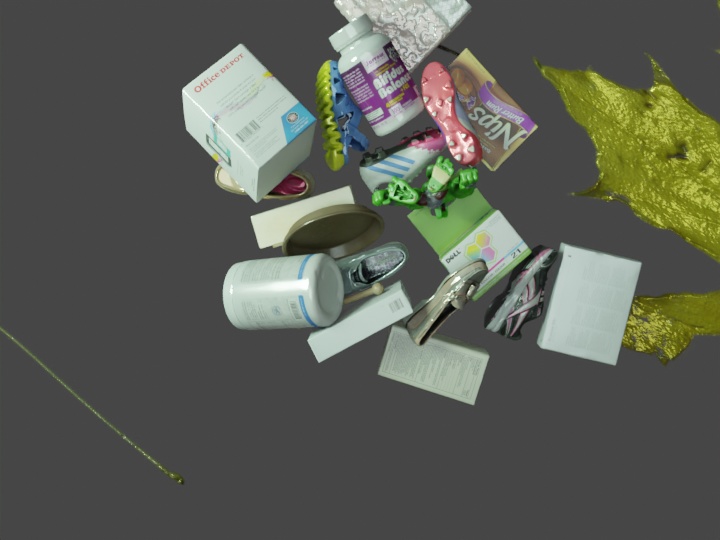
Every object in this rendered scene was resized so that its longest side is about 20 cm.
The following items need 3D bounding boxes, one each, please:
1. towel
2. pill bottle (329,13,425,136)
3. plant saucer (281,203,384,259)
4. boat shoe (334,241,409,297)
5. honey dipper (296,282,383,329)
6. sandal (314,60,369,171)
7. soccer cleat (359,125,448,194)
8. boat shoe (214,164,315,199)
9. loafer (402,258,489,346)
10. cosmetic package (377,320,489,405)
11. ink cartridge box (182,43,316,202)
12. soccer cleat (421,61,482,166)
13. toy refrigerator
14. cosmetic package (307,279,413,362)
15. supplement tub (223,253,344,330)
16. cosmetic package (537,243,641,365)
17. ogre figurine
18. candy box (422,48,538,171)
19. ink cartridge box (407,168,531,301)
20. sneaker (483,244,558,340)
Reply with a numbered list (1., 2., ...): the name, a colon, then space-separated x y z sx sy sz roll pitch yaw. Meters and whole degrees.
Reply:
1. towel: 0.081 -0.496 1.556 0.191 0.032 0.200 -43 93 6
2. pill bottle: 0.027 -0.360 1.520 0.111 0.112 0.202 -32 103 5
3. plant saucer: -0.052 -0.070 1.537 0.196 0.200 0.030 -18 69 3
4. boat shoe: 0.001 0.001 1.594 0.198 0.072 0.071 -25 95 5
5. honey dipper: -0.044 0.063 1.588 0.197 0.038 0.039 -23 96 24
6. sandal: -0.035 -0.294 1.566 0.085 0.079 0.205 -11 97 -17
7. soccer cleat: 0.095 -0.208 1.578 0.196 0.070 0.088 -20 115 4
8. boat shoe: -0.185 -0.176 1.580 0.195 0.069 0.076 5 97 1
9. loafer: 0.164 0.062 1.522 0.199 0.071 0.064 -42 53 22
10. cosmetic package: 0.140 0.176 1.609 0.196 0.073 0.106 18 97 -1
11. ink cartridge box: -0.201 -0.264 1.495 0.146 0.146 0.200 -42 82 -19
12. soccer cleat: 0.167 -0.282 1.513 0.066 0.076 0.203 -27 79 20
13. toy refrigerator: -0.102 -0.100 1.584 0.196 0.076 0.071 -17 96 3
14. cosmetic package: 0.001 0.092 1.565 0.197 0.151 0.052 -28 98 5
15. supplement tub: -0.141 0.041 1.542 0.196 0.131 0.135 -4 97 27
16. cosmetic package: 0.436 0.064 1.591 0.147 0.052 0.205 13 97 -1
17. ogre figurine: 0.130 -0.147 1.526 0.198 0.119 0.100 -32 74 18
18. candy box: 0.224 -0.300 1.561 0.117 0.056 0.200 -43 92 6
19. ink cartridge box: 0.204 -0.069 1.578 0.147 0.076 0.201 -40 95 6
20. sneaker: 0.323 0.045 1.596 0.085 0.081 0.202 32 107 -9
